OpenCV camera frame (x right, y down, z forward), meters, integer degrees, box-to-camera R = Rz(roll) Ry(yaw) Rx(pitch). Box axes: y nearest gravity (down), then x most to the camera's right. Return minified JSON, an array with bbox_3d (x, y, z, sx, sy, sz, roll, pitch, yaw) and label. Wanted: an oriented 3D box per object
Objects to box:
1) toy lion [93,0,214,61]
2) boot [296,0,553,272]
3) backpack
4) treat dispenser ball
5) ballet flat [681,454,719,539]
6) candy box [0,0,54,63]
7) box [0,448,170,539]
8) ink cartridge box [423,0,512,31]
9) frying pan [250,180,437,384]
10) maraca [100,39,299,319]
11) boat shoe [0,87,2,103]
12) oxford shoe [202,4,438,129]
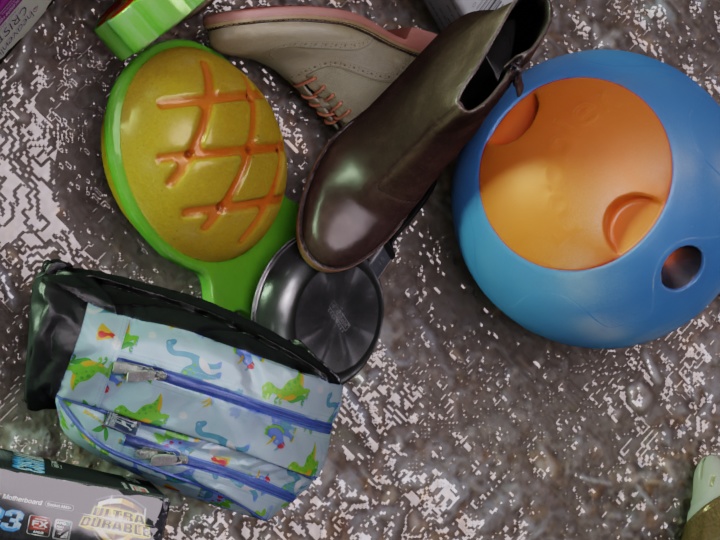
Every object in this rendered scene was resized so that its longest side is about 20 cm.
[{"bbox_3d":[-0.085,-0.215,1.460,0.200,0.192,0.069,-39,103,10],"label":"toy lion"},{"bbox_3d":[0.037,-0.091,1.453,0.072,0.166,0.200,38,77,-6],"label":"boot"},{"bbox_3d":[-0.112,0.076,1.437,0.200,0.163,0.154,5,86,-9],"label":"backpack"},{"bbox_3d":[0.161,-0.047,1.531,0.201,0.201,0.201,2,82,-18],"label":"treat dispenser ball"},{"bbox_3d":[0.285,0.150,1.623,0.200,0.068,0.072,-31,73,-19],"label":"ballet flat"},{"bbox_3d":[-0.283,-0.214,1.435,0.200,0.061,0.136,31,73,21],"label":"candy box"},{"bbox_3d":[-0.220,0.133,1.373,0.198,0.200,0.050,11,87,-7],"label":"box"},{"bbox_3d":[0.094,-0.263,1.559,0.174,0.044,0.200,-55,141,-17],"label":"ink cartridge box"},{"bbox_3d":[0.002,0.017,1.553,0.190,0.031,0.115,-26,114,-36],"label":"frying pan"},{"bbox_3d":[-0.098,-0.057,1.502,0.137,0.107,0.200,-46,119,-33],"label":"maraca"},{"bbox_3d":[-0.284,-0.042,1.455,0.071,0.072,0.200,27,88,-39],"label":"boat shoe"},{"bbox_3d":[-0.017,-0.134,1.536,0.200,0.071,0.074,8,86,-32],"label":"oxford shoe"}]
